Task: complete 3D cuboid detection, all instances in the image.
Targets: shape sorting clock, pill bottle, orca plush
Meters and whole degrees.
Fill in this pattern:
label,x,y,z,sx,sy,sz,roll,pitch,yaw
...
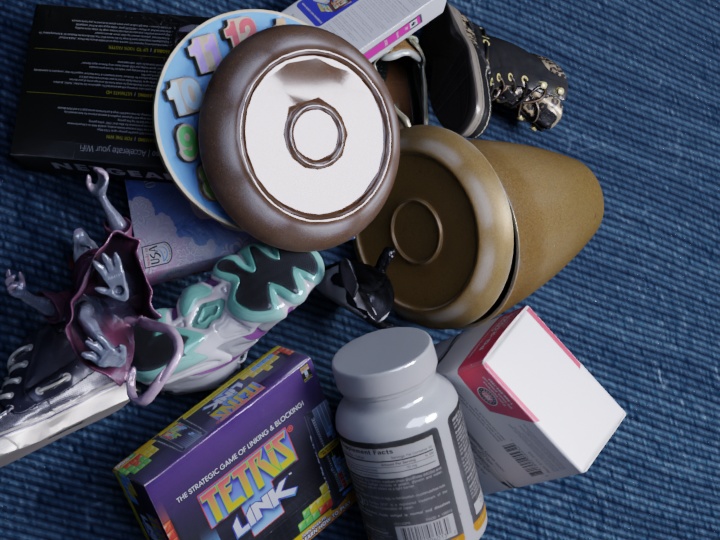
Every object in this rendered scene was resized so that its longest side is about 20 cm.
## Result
label,x,y,z,sx,sy,sz,roll,pitch,yaw
shape sorting clock,-0.086,-0.133,1.413,0.199,0.039,0.201,4,79,-20
pill bottle,0.042,0.161,1.467,0.116,0.116,0.201,-27,114,-29
orca plush,0.000,0.000,1.494,0.105,0.200,0.071,32,87,9

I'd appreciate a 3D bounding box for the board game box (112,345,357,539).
label,x,y,z,sx,sy,sz,roll,pitch,yaw
board game box,-0.105,0.192,1.448,0.200,0.057,0.166,-37,124,-28

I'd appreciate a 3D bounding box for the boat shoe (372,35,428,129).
label,x,y,z,sx,sy,sz,roll,pitch,yaw
boat shoe,0.035,-0.217,1.641,0.074,0.068,0.201,-11,82,-25

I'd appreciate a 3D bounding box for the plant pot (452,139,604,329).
label,x,y,z,sx,sy,sz,roll,pitch,yaw
plant pot,0.149,-0.053,1.616,0.200,0.186,0.187,-15,85,-44

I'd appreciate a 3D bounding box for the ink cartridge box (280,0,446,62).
label,x,y,z,sx,sy,sz,roll,pitch,yaw
ink cartridge box,0.011,-0.267,1.606,0.200,0.037,0.095,-37,62,-9

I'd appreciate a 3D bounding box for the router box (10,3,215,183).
label,x,y,z,sx,sy,sz,roll,pitch,yaw
router box,-0.209,-0.160,1.462,0.199,0.051,0.150,6,77,8

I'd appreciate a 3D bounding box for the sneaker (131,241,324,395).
label,x,y,z,sx,sy,sz,roll,pitch,yaw
sneaker,-0.115,0.051,1.471,0.199,0.140,0.078,-27,66,0

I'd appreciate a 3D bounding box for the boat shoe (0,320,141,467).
label,x,y,z,sx,sy,sz,roll,pitch,yaw
boat shoe,-0.299,0.110,1.407,0.200,0.075,0.093,-24,82,-36

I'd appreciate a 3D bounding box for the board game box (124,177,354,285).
label,x,y,z,sx,sy,sz,roll,pitch,yaw
board game box,-0.122,-0.105,1.487,0.198,0.043,0.201,-13,75,4

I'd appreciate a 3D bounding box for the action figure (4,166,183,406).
label,x,y,z,sx,sy,sz,roll,pitch,yaw
action figure,-0.217,0.008,1.398,0.149,0.200,0.134,41,89,-18

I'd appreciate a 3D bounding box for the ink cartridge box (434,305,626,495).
label,x,y,z,sx,sy,sz,roll,pitch,yaw
ink cartridge box,0.133,0.131,1.536,0.145,0.200,0.084,47,60,-9

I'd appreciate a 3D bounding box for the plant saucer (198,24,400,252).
label,x,y,z,sx,sy,sz,roll,pitch,yaw
plant saucer,-0.045,-0.117,1.395,0.199,0.032,0.201,0,89,-29

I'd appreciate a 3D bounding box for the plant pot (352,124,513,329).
label,x,y,z,sx,sy,sz,roll,pitch,yaw
plant pot,0.060,-0.039,1.539,0.027,0.200,0.201,-14,84,-46

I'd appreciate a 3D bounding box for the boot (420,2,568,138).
label,x,y,z,sx,sy,sz,roll,pitch,yaw
boot,0.145,-0.188,1.654,0.150,0.073,0.200,22,31,-25
